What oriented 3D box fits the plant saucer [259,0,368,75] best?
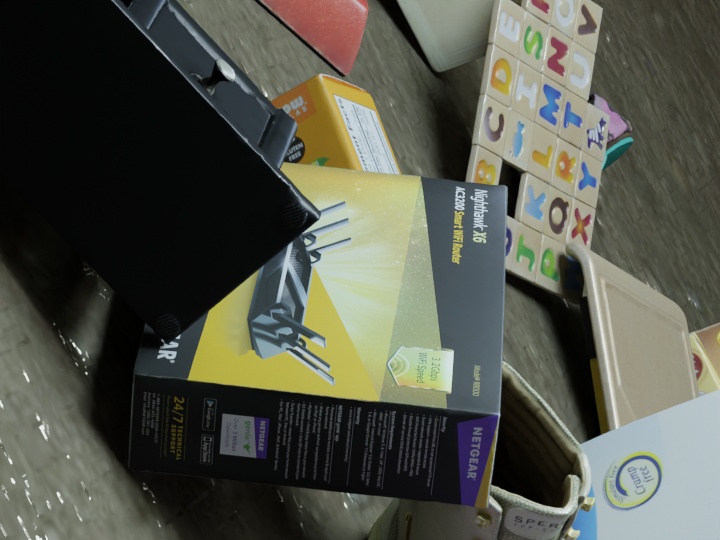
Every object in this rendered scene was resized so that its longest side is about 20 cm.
[{"bbox_3d":[-0.063,-0.243,1.636,0.200,0.037,0.200,37,31,-52],"label":"plant saucer"}]

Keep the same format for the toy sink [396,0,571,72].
[{"bbox_3d":[0.059,-0.260,1.817,0.131,0.111,0.200,-97,162,-47],"label":"toy sink"}]

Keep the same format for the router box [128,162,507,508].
[{"bbox_3d":[-0.014,0.022,1.218,0.200,0.156,0.052,-84,180,-59],"label":"router box"}]

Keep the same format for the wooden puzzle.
[{"bbox_3d":[0.194,0.092,1.839,0.185,0.037,0.201,27,47,-60],"label":"wooden puzzle"}]

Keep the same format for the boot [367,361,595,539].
[{"bbox_3d":[0.069,0.158,1.252,0.072,0.155,0.201,-6,56,-23],"label":"boot"}]

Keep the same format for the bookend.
[{"bbox_3d":[-0.103,-0.103,1.189,0.200,0.092,0.199,47,21,-12],"label":"bookend"}]

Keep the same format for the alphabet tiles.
[{"bbox_3d":[0.121,-0.093,1.790,0.167,0.008,0.201,23,74,-55],"label":"alphabet tiles"}]

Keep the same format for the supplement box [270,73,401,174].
[{"bbox_3d":[0.000,0.000,1.425,0.069,0.066,0.201,18,47,-60],"label":"supplement box"}]

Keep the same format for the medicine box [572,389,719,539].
[{"bbox_3d":[0.190,0.194,1.329,0.200,0.103,0.183,52,23,-41],"label":"medicine box"}]

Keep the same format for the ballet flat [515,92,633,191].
[{"bbox_3d":[0.146,-0.088,1.945,0.071,0.069,0.200,44,23,1],"label":"ballet flat"}]

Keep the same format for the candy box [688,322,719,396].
[{"bbox_3d":[0.280,0.141,1.998,0.201,0.055,0.115,65,19,5],"label":"candy box"}]
